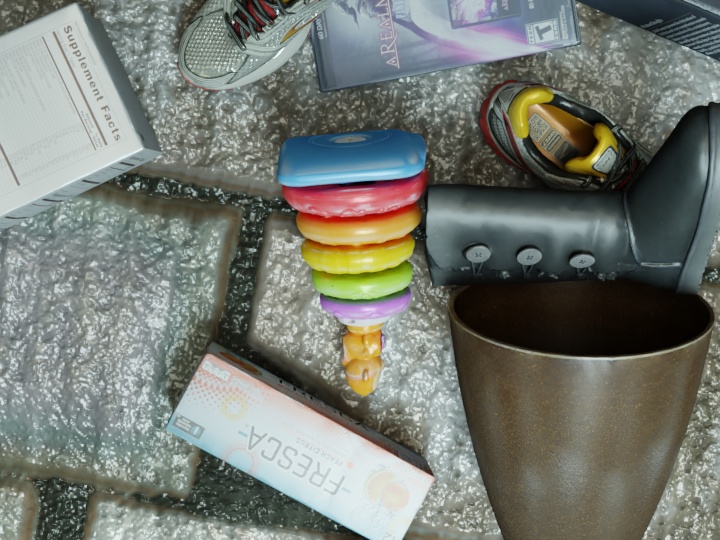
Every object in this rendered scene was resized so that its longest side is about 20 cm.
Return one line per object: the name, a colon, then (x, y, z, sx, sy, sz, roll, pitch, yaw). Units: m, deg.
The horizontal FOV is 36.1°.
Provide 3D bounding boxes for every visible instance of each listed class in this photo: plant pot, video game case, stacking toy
plant pot: (0.157, 0.119, 0.815, 0.185, 0.187, 0.202, -3, 109, -4)
video game case: (0.054, -0.221, 0.819, 0.198, 0.019, 0.144, -8, 95, 13)
stacking toy: (0.000, 0.000, 0.828, 0.109, 0.116, 0.202, -4, 106, -1)

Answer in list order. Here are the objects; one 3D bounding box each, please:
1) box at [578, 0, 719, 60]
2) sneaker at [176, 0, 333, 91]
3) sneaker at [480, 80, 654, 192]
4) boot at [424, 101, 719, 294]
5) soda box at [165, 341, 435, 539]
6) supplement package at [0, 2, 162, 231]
box: (0.286, -0.264, 0.801, 0.195, 0.124, 0.201, 21, 93, -7)
sneaker: (-0.059, -0.206, 0.796, 0.200, 0.082, 0.078, -38, 87, 16)
sneaker: (0.180, -0.071, 0.828, 0.199, 0.082, 0.078, 31, 92, -7)
boot: (0.141, -0.048, 0.762, 0.198, 0.066, 0.166, 5, 136, 9)
soda box: (-0.045, 0.133, 0.844, 0.199, 0.064, 0.069, 30, 92, -5)
supplement package: (-0.258, -0.092, 0.787, 0.199, 0.110, 0.114, -24, 95, -2)
